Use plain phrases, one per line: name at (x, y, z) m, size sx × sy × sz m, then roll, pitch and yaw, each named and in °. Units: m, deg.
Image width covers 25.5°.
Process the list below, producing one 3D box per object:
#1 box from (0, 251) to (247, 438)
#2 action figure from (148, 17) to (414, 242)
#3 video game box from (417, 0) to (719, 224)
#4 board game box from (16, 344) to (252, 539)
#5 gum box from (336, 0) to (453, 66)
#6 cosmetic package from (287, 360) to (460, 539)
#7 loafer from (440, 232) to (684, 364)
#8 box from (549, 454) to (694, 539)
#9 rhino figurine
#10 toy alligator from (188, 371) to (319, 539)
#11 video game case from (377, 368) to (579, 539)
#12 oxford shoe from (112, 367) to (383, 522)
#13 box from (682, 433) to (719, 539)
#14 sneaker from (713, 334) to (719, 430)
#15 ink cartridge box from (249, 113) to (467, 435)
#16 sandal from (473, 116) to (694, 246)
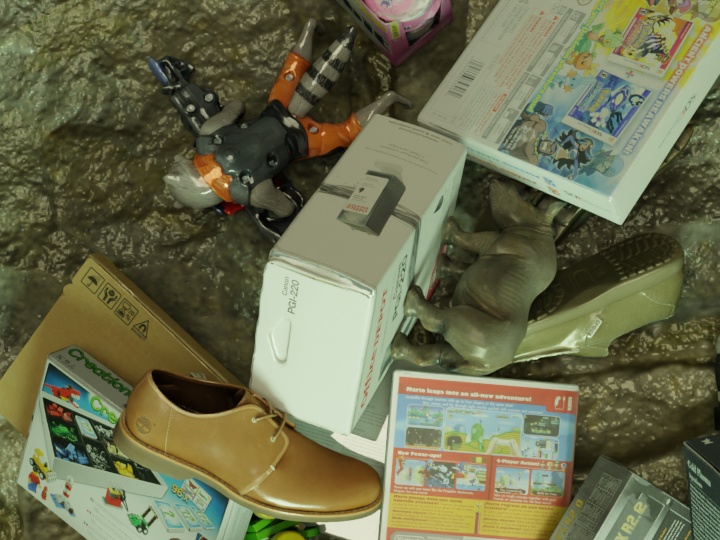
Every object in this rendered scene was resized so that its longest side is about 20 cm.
box at (-0.184, 0.111, 1.262) m, size 0.200 × 0.021 × 0.164 m, roll 42°, pitch 110°, yaw 9°
action figure at (-0.087, -0.127, 1.272) m, size 0.193 × 0.105 × 0.200 m, roll -43°, pitch 82°, yaw -10°
video game box at (0.172, -0.154, 1.226) m, size 0.182 × 0.047 × 0.200 m, roll 26°, pitch 74°, yaw 34°
board game box at (-0.172, 0.161, 1.207) m, size 0.200 × 0.035 × 0.126 m, roll 33°, pitch 120°, yaw 25°
gum box at (-0.008, -0.261, 1.274) m, size 0.066 × 0.114 × 0.200 m, roll -40°, pitch 80°, yaw 0°
cosmetic package at (0.029, 0.142, 1.244) m, size 0.200 × 0.052 × 0.151 m, roll 16°, pitch 88°, yaw 8°
loafer at (0.161, 0.039, 1.228) m, size 0.200 × 0.076 × 0.067 m, roll -21°, pitch 118°, yaw 9°
box at (0.192, 0.260, 1.172) m, size 0.158 × 0.048 × 0.200 m, roll 32°, pitch 86°, yaw -25°
rhino figurine at (0.100, -0.002, 1.190) m, size 0.087 × 0.060 × 0.200 m, roll 20°, pitch 55°, yaw 14°
toy alligator at (-0.071, 0.162, 1.200) m, size 0.054 × 0.059 × 0.200 m, roll -20°, pitch 90°, yaw -29°
video game case at (0.086, 0.180, 1.196) m, size 0.143 × 0.017 × 0.200 m, roll 5°, pitch 86°, yaw -2°
oxford shoe at (-0.071, 0.123, 1.128) m, size 0.200 × 0.071 × 0.071 m, roll 19°, pitch 118°, yaw -11°
box at (0.344, 0.201, 1.123) m, size 0.200 × 0.104 × 0.182 m, roll -11°, pitch 104°, yaw -9°
sneaker at (0.369, 0.108, 1.207) m, size 0.200 × 0.073 × 0.112 m, roll 3°, pitch 86°, yaw 15°
ink cartridge box at (0.000, 0.000, 1.170) m, size 0.085 × 0.146 × 0.200 m, roll 21°, pitch 41°, yaw 13°
sandal at (0.176, -0.069, 1.261) m, size 0.200 × 0.055 × 0.082 m, roll -45°, pitch 73°, yaw 13°
